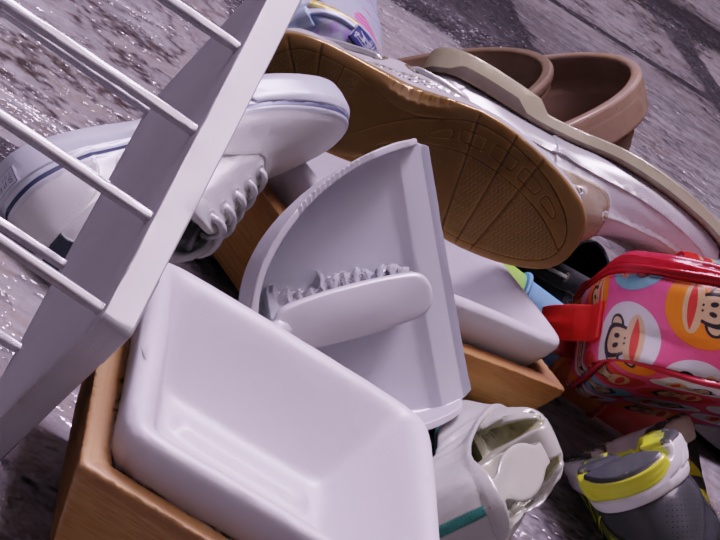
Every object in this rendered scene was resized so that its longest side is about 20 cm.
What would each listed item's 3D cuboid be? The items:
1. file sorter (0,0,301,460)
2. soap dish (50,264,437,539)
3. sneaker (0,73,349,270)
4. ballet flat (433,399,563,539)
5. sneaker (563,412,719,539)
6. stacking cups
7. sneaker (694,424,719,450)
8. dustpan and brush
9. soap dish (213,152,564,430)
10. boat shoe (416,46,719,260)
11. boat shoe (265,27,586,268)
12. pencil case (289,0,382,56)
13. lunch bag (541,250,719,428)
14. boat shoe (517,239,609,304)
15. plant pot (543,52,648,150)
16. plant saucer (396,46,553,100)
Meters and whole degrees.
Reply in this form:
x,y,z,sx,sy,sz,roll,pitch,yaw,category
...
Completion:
x,y,z,sx,sy,sz,roll,pitch,yaw,category
-0.131,-0.053,1.100,0.124,0.139,0.201,33,52,-12,file sorter
-0.047,0.090,1.110,0.157,0.081,0.200,32,16,-12,soap dish
-0.084,-0.040,1.380,0.199,0.073,0.071,-19,66,-29,sneaker
0.066,0.100,1.355,0.069,0.070,0.200,36,17,5,ballet flat
0.151,0.129,1.481,0.200,0.074,0.085,-10,79,-81,sneaker
0.099,0.033,1.647,0.199,0.061,0.061,35,16,-13,stacking cups
0.275,0.072,1.785,0.199,0.115,0.076,22,19,-34,sneaker
-0.032,0.026,1.315,0.199,0.141,0.057,-16,12,-24,dustpan and brush
0.000,0.000,1.486,0.157,0.081,0.200,21,22,-40,soap dish
0.109,-0.043,1.559,0.199,0.069,0.075,30,-16,-3,boat shoe
0.033,-0.073,1.486,0.199,0.071,0.069,32,17,-5,boat shoe
-0.030,-0.158,1.867,0.091,0.083,0.200,49,12,-14,pencil case
0.183,0.042,1.533,0.175,0.083,0.200,10,-8,-4,lunch bag
0.132,0.007,1.763,0.072,0.068,0.200,28,16,-24,boat shoe
0.086,-0.061,1.735,0.201,0.199,0.093,-87,162,-71,plant pot
0.020,-0.089,1.674,0.200,0.199,0.030,-81,159,-72,plant saucer
